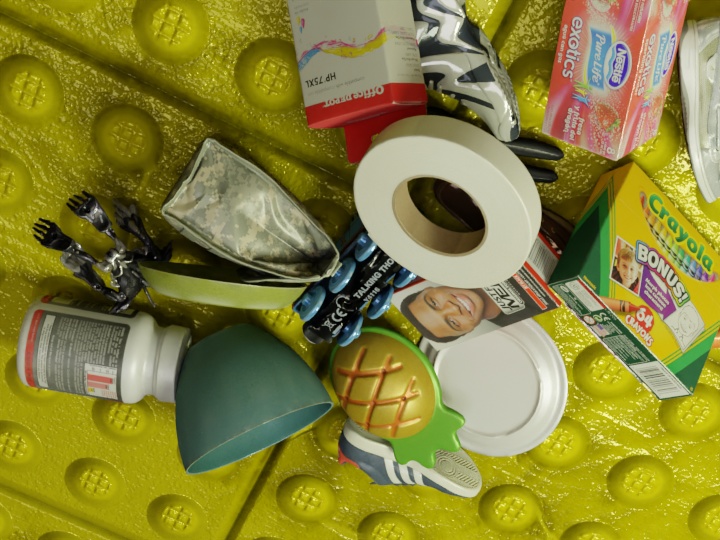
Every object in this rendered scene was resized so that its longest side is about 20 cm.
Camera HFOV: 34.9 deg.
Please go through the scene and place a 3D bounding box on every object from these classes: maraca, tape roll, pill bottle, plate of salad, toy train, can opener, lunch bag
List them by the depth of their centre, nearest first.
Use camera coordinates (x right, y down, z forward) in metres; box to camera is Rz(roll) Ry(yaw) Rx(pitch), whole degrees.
[{"bbox_3d":[0.087,-0.067,1.176,0.200,0.037,0.205,18,139,16],"label":"tape roll"},{"bbox_3d":[0.133,-0.133,1.285,0.197,0.079,0.064,14,119,-14],"label":"can opener"},{"bbox_3d":[-0.120,-0.052,1.288,0.198,0.164,0.119,33,89,-12],"label":"lunch bag"},{"bbox_3d":[0.000,0.000,1.342,0.086,0.115,0.200,33,118,-20],"label":"toy train"},{"bbox_3d":[0.044,0.158,1.421,0.137,0.107,0.201,-37,96,31],"label":"maraca"},{"bbox_3d":[0.164,0.134,1.432,0.197,0.048,0.204,6,106,22],"label":"plate of salad"},{"bbox_3d":[-0.319,0.103,1.436,0.196,0.116,0.118,10,120,2],"label":"pill bottle"}]

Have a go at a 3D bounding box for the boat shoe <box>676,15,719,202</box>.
[{"bbox_3d":[0.378,-0.171,1.228,0.064,0.075,0.205,-7,111,15],"label":"boat shoe"}]

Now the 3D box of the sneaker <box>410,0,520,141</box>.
[{"bbox_3d":[0.082,-0.209,1.238,0.128,0.080,0.200,-26,114,21],"label":"sneaker"}]

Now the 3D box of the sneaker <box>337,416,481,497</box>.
[{"bbox_3d":[0.061,0.258,1.509,0.197,0.075,0.085,26,126,-1],"label":"sneaker"}]

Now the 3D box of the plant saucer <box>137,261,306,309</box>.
[{"bbox_3d":[-0.161,0.019,1.327,0.196,0.200,0.032,9,94,2],"label":"plant saucer"}]

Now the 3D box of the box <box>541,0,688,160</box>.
[{"bbox_3d":[0.265,-0.231,1.174,0.094,0.102,0.203,25,124,30],"label":"box"}]

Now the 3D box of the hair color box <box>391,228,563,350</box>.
[{"bbox_3d":[0.134,0.016,1.311,0.102,0.062,0.199,45,140,-18],"label":"hair color box"}]

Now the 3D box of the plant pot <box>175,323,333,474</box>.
[{"bbox_3d":[-0.149,0.147,1.418,0.198,0.199,0.136,-31,76,21],"label":"plant pot"}]

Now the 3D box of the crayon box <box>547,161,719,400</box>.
[{"bbox_3d":[0.320,0.012,1.279,0.200,0.174,0.058,43,150,-18],"label":"crayon box"}]

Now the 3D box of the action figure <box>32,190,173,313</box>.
[{"bbox_3d":[-0.300,-0.027,1.372,0.119,0.102,0.200,-43,151,-3],"label":"action figure"}]

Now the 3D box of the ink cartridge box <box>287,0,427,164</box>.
[{"bbox_3d":[-0.003,-0.219,1.182,0.115,0.067,0.204,-10,90,37],"label":"ink cartridge box"}]

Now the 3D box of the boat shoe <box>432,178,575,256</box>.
[{"bbox_3d":[0.173,-0.054,1.318,0.198,0.068,0.072,29,119,-10],"label":"boat shoe"}]

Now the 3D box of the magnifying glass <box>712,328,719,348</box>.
[{"bbox_3d":[0.497,0.075,1.382,0.196,0.023,0.081,-7,118,8],"label":"magnifying glass"}]
